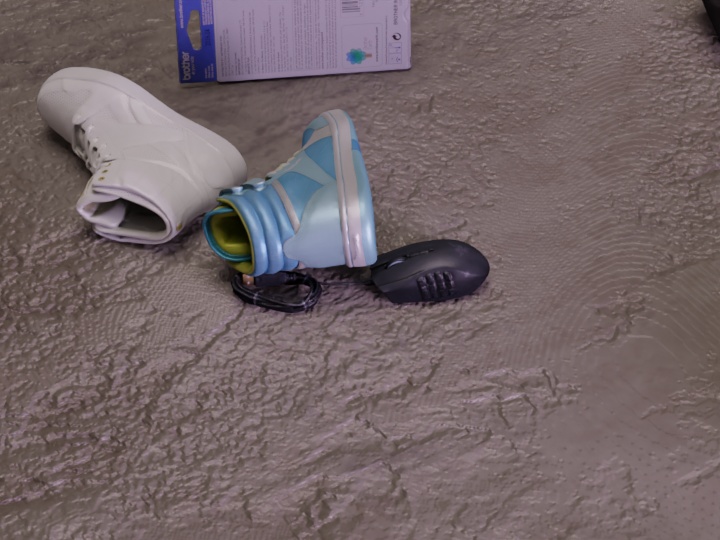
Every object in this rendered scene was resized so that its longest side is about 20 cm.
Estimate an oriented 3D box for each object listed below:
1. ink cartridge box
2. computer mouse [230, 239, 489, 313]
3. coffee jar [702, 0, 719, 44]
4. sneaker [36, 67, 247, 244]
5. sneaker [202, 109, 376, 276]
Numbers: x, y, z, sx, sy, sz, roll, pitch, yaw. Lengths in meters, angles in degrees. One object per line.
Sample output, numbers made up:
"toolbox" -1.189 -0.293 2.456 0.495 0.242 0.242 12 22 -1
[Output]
"ink cartridge box" -0.058 -0.219 2.050 0.200 0.119 0.042 -6 43 -6
"computer mouse" 0.000 0.000 1.866 0.200 0.034 0.059 -6 42 -5
"coffee jar" 0.394 -0.246 2.100 0.200 0.085 0.104 -6 45 -8
"sneaker" -0.204 -0.091 1.942 0.200 0.074 0.116 25 44 25
"sneaker" -0.061 -0.063 1.895 0.131 0.080 0.200 -9 27 -3
